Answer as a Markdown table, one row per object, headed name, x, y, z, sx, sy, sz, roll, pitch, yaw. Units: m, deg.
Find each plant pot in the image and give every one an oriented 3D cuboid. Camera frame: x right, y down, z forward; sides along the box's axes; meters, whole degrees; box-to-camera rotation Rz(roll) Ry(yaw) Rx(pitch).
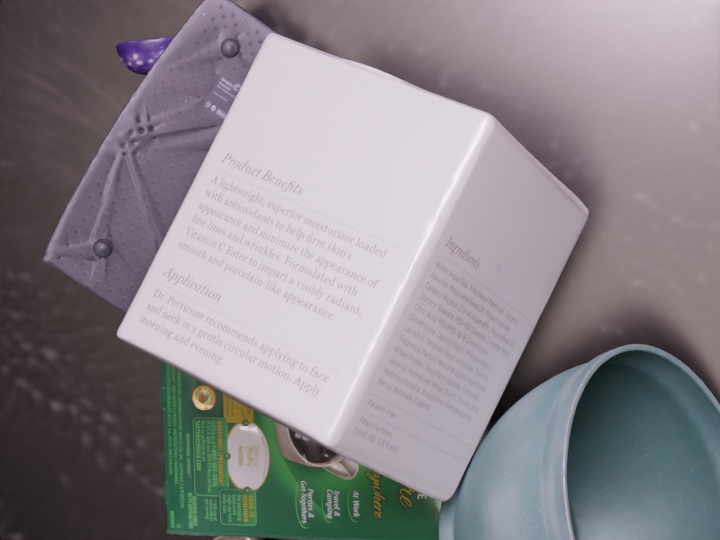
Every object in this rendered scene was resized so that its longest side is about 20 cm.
| name | x | y | z | sx | sy | sz | roll | pitch | yaw |
| --- | --- | --- | --- | --- | --- | --- | --- | --- | --- |
| plant pot | 0.132 | 0.158 | 1.037 | 0.134 | 0.200 | 0.201 | -20 | 92 | 40 |

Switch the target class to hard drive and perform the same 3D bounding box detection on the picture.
| name | x | y | z | sx | sy | sz | roll | pitch | yaw |
| --- | --- | --- | --- | --- | --- | --- | --- | --- | --- |
| hard drive | -0.098 | -0.059 | 1.084 | 0.135 | 0.042 | 0.200 | 33 | 82 | -15 |

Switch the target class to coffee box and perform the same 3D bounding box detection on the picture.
| name | x | y | z | sx | sy | sz | roll | pitch | yaw |
| --- | --- | --- | --- | --- | --- | --- | --- | --- | --- |
| coffee box | -0.031 | 0.115 | 1.130 | 0.199 | 0.044 | 0.124 | -1 | 95 | 13 |

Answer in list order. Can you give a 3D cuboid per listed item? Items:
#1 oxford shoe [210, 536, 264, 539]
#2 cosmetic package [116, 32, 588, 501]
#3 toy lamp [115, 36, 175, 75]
| name | x | y | z | sx | sy | sz | roll | pitch | yaw |
| --- | --- | --- | --- | --- | --- | --- | --- | --- | --- |
| oxford shoe | -0.111 | 0.268 | 1.159 | 0.075 | 0.058 | 0.201 | 28 | 100 | 11 |
| cosmetic package | 0.000 | 0.000 | 1.003 | 0.164 | 0.165 | 0.201 | 25 | 85 | 32 |
| toy lamp | -0.123 | -0.051 | 1.127 | 0.058 | 0.058 | 0.201 | -5 | 96 | 13 |
